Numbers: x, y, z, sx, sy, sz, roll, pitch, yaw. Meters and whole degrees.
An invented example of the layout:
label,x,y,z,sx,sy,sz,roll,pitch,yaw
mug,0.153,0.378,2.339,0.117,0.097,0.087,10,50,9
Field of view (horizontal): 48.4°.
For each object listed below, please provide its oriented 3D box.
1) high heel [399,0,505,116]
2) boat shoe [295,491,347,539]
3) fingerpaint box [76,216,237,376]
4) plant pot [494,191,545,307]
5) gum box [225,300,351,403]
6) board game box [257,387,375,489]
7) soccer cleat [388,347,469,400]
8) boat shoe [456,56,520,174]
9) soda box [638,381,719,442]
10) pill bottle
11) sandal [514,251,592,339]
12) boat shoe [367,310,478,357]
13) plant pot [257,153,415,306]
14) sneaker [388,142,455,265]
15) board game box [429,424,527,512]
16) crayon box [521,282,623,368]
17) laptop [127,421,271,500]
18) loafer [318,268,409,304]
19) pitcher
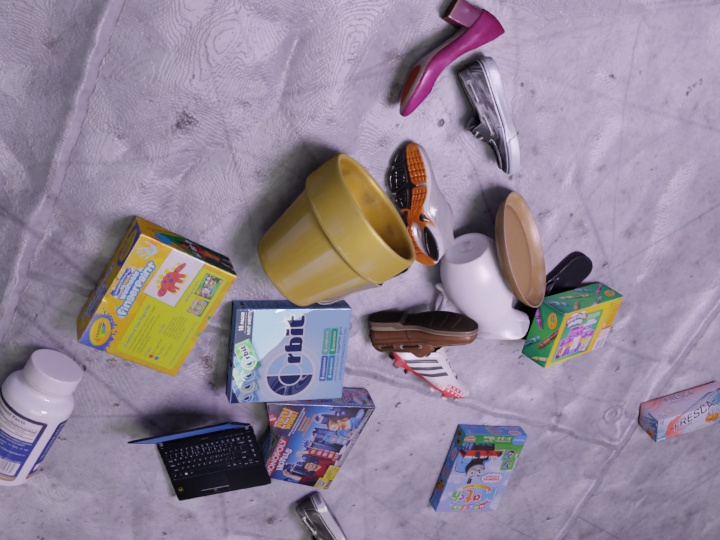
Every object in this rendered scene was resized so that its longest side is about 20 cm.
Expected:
label,x,y,z,sx,sy,sz,roll,pitch,yaw
high heel,0.139,-0.309,1.222,0.096,0.067,0.200,27,102,-19
boat shoe,-0.068,0.526,1.593,0.064,0.071,0.200,-28,114,-5
fingerpaint box,-0.316,0.043,1.240,0.167,0.073,0.200,25,105,-30
plant pot,0.271,-0.034,1.368,0.027,0.200,0.200,-13,128,28
gum box,-0.122,0.137,1.364,0.199,0.045,0.170,1,107,-20
board game box,-0.108,0.287,1.453,0.200,0.062,0.200,20,109,-26
soccer cleat,0.142,0.174,1.483,0.200,0.069,0.085,33,106,-26
boat shoe,0.204,-0.242,1.292,0.071,0.072,0.200,-21,112,2
soda box,0.718,0.310,1.763,0.200,0.068,0.064,-14,121,-12
pill bottle,-0.515,0.224,1.240,0.111,0.111,0.200,27,105,-30
sandal,0.360,0.050,1.510,0.076,0.043,0.200,32,102,-31
boat shoe,0.111,0.113,1.391,0.200,0.072,0.068,4,113,27
plant pot,-0.047,-0.046,1.232,0.189,0.201,0.201,-34,124,16
sneaker,0.109,-0.115,1.325,0.092,0.076,0.201,-30,115,-49
board game box,0.245,0.413,1.664,0.151,0.037,0.200,6,115,-23
crayon box,0.398,0.100,1.498,0.200,0.058,0.119,-10,125,-41
laptop,-0.267,0.328,1.363,0.177,0.103,0.200,-12,113,6
loafer,0.000,0.000,1.336,0.200,0.068,0.076,-28,123,-4
pitcher,0.191,0.041,1.410,0.171,0.121,0.200,-16,128,15
